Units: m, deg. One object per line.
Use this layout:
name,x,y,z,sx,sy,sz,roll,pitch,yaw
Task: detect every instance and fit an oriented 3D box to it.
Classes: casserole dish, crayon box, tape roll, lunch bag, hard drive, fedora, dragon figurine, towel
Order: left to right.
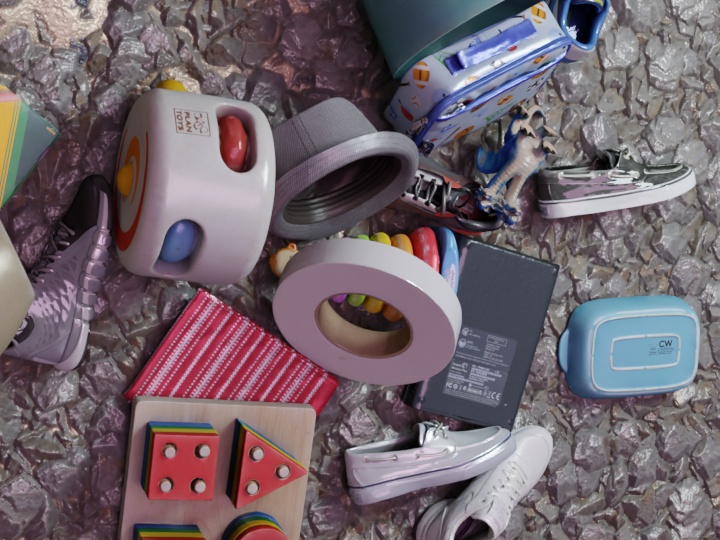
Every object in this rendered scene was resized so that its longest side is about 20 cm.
crayon box,-0.405,-0.150,1.516,0.200,0.058,0.119,40,82,-23
towel,-0.134,0.127,1.688,0.199,0.022,0.145,36,89,-22
fedora,-0.035,-0.113,1.611,0.176,0.200,0.091,-31,74,13
tape roll,0.007,0.046,1.653,0.202,0.202,0.037,37,48,-23
lunch bag,0.122,-0.201,1.673,0.199,0.160,0.076,-30,82,-22
hard drive,0.139,0.071,1.790,0.139,0.033,0.202,16,92,-27
dragon figurine,0.164,-0.122,1.723,0.059,0.200,0.100,35,114,-15
casserole dish,0.329,0.094,1.875,0.198,0.039,0.122,-2,99,-24

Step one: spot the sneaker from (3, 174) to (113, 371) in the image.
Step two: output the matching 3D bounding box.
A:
sneaker,-0.316,-0.003,1.569,0.114,0.075,0.202,10,95,-21

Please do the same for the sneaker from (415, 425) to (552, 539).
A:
sneaker,0.157,0.261,1.793,0.200,0.099,0.075,-45,109,-13

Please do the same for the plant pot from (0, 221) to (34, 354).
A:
plant pot,-0.383,0.010,1.467,0.134,0.200,0.202,-27,107,-13

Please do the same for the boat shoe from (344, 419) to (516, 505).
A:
boat shoe,0.078,0.201,1.758,0.198,0.074,0.067,-18,102,-14

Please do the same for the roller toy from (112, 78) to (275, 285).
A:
roller toy,-0.172,-0.085,1.556,0.138,0.182,0.202,7,95,-21

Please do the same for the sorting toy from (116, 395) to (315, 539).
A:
sorting toy,-0.147,0.242,1.660,0.197,0.070,0.202,4,101,-19

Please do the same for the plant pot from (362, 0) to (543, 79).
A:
plant pot,0.083,-0.318,1.630,0.199,0.201,0.162,-28,88,-17

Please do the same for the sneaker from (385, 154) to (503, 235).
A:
sneaker,0.075,-0.091,1.715,0.198,0.082,0.078,15,92,-22

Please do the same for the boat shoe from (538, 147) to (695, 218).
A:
boat shoe,0.296,-0.107,1.814,0.198,0.071,0.064,-11,103,-19

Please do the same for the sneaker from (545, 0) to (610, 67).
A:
sneaker,0.248,-0.326,1.756,0.073,0.082,0.202,7,93,-22

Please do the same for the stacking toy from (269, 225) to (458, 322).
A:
stacking toy,0.000,0.000,1.699,0.198,0.110,0.117,7,94,-12
